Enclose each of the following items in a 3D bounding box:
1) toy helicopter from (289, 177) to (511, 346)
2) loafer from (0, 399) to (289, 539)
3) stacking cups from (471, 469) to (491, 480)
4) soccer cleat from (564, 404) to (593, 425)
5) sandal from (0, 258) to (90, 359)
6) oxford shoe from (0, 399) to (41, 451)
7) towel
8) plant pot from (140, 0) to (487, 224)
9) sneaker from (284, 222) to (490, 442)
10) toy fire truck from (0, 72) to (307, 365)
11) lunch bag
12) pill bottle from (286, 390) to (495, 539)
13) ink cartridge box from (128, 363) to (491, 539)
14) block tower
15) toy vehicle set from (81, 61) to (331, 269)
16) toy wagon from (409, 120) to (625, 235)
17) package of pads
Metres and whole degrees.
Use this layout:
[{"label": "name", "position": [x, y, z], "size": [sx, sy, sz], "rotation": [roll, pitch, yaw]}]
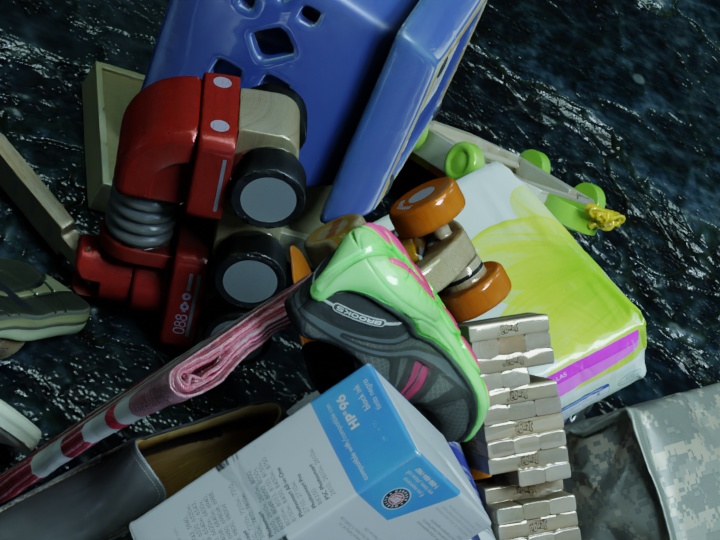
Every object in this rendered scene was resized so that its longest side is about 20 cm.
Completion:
[{"label": "toy helicopter", "position": [0.000, 0.000, 1.215], "size": [0.079, 0.132, 0.200], "rotation": [59, -10, -17]}, {"label": "loafer", "position": [-0.128, 0.122, 1.084], "size": [0.199, 0.072, 0.073], "rotation": [-20, 50, -24]}, {"label": "stacking cups", "position": [0.071, 0.128, 1.284], "size": [0.060, 0.061, 0.201], "rotation": [26, 44, -14]}, {"label": "soccer cleat", "position": [0.134, 0.056, 1.389], "size": [0.073, 0.068, 0.200], "rotation": [29, 35, -9]}, {"label": "sandal", "position": [-0.233, 0.029, 1.130], "size": [0.080, 0.057, 0.201], "rotation": [41, 14, 25]}, {"label": "oxford shoe", "position": [-0.275, 0.067, 1.080], "size": [0.199, 0.075, 0.058], "rotation": [26, 78, -25]}, {"label": "towel", "position": [-0.121, 0.074, 1.076], "size": [0.023, 0.200, 0.144], "rotation": [57, 39, -1]}, {"label": "plant pot", "position": [-0.024, -0.164, 1.324], "size": [0.179, 0.200, 0.200], "rotation": [28, 40, 3]}, {"label": "sneaker", "position": [0.013, 0.044, 1.071], "size": [0.077, 0.084, 0.200], "rotation": [61, 5, 37]}, {"label": "toy fire truck", "position": [-0.143, -0.050, 1.217], "size": [0.199, 0.177, 0.129], "rotation": [9, 39, -8]}, {"label": "lunch bag", "position": [0.220, 0.184, 1.279], "size": [0.164, 0.117, 0.201], "rotation": [-10, 80, -43]}, {"label": "pill bottle", "position": [0.023, 0.174, 1.142], "size": [0.119, 0.120, 0.201], "rotation": [7, 47, -32]}, {"label": "ink cartridge box", "position": [-0.043, 0.149, 1.041], "size": [0.068, 0.200, 0.116], "rotation": [60, 7, 35]}, {"label": "block tower", "position": [0.097, 0.128, 1.178], "size": [0.058, 0.054, 0.201], "rotation": [-8, 93, -15]}, {"label": "toy vehicle set", "position": [-0.101, -0.073, 1.372], "size": [0.199, 0.027, 0.125], "rotation": [15, 43, -25]}, {"label": "toy wagon", "position": [0.118, -0.066, 1.450], "size": [0.155, 0.040, 0.200], "rotation": [14, 16, -42]}, {"label": "package of pads", "position": [0.085, 0.024, 1.295], "size": [0.154, 0.068, 0.200], "rotation": [-27, 48, -14]}]
